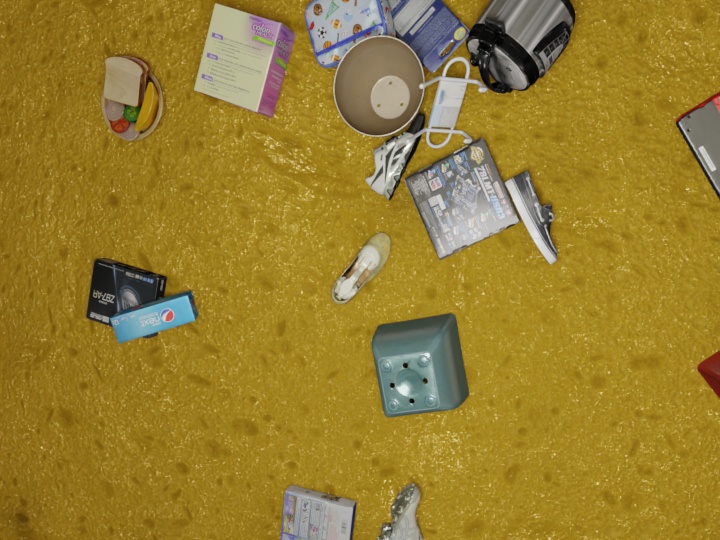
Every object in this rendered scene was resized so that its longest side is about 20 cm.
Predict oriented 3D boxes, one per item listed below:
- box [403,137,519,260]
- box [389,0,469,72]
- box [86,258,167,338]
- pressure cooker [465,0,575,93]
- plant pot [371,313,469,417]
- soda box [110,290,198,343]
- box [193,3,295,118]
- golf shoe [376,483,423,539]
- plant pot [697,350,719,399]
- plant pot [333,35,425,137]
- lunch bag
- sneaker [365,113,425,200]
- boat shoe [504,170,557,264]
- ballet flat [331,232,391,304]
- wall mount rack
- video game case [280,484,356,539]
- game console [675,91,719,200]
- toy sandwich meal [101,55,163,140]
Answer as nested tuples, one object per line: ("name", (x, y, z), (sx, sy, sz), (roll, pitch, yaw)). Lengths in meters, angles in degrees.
("box", (0.223, -0.156, 1.344), (0.195, 0.050, 0.204), (-26, 88, 15))
("box", (0.137, -0.545, 1.340), (0.121, 0.032, 0.201), (-42, 81, 15))
("box", (-0.613, 0.071, 1.591), (0.195, 0.043, 0.164), (16, 99, 13))
("pressure cooker", (0.309, -0.461, 1.221), (0.175, 0.179, 0.202), (37, 93, -17))
("plant pot", (0.121, 0.222, 1.328), (0.191, 0.200, 0.201), (-10, 93, 16))
("soda box", (-0.513, 0.115, 1.521), (0.195, 0.064, 0.070), (-16, 102, -4))
("box", (-0.270, -0.487, 1.423), (0.172, 0.097, 0.205), (20, 101, 13))
("golf shoe", (0.112, 0.600, 1.441), (0.095, 0.079, 0.204), (22, 106, -5))
("plant pot", (0.810, 0.229, 1.155), (0.199, 0.176, 0.201), (-38, 85, 14))
("plant pot", (0.053, -0.388, 1.324), (0.195, 0.134, 0.206), (2, 96, 15))
("lunch bag", (-0.020, -0.542, 1.345), (0.196, 0.075, 0.164), (-13, 94, 29))
("sneaker", (0.074, -0.268, 1.361), (0.087, 0.074, 0.203), (30, 101, 8))
("boat shoe", (0.381, -0.115, 1.298), (0.067, 0.072, 0.204), (-27, 81, 17))
("ballet flat", (0.000, 0.000, 1.409), (0.070, 0.071, 0.201), (41, 103, 8))
("wall mount rack", (0.171, -0.337, 1.273), (0.169, 0.075, 0.204), (-4, 127, -23))
("video game case", (-0.108, 0.654, 1.507), (0.176, 0.045, 0.206), (8, 97, 13))
("game console", (0.755, -0.261, 1.206), (0.175, 0.031, 0.203), (-31, 86, 20))
("toy sandwich meal", (-0.583, -0.431, 1.524), (0.200, 0.070, 0.211), (1, 95, 15))
